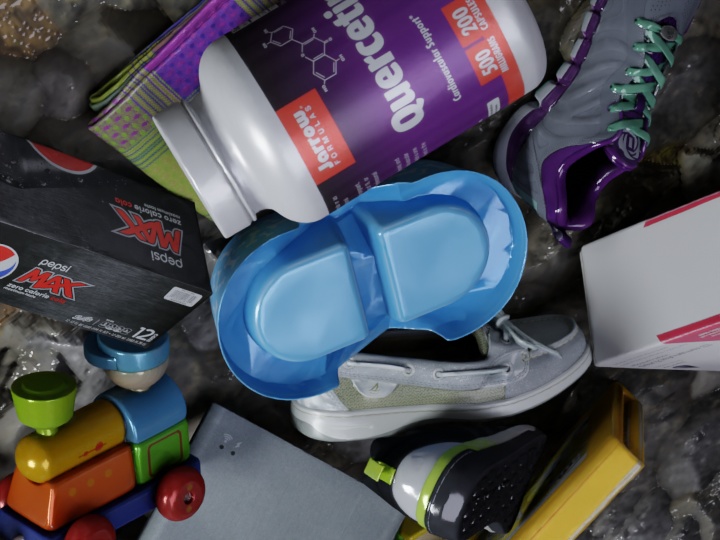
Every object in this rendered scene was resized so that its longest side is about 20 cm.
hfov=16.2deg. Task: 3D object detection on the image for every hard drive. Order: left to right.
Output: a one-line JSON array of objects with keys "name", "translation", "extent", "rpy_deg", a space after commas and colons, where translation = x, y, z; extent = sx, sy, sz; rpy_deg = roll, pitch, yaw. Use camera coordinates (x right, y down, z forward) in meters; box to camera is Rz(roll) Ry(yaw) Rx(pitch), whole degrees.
[{"name": "hard drive", "translation": [-0.078, 0.202, 1.554], "extent": [0.139, 0.033, 0.200], "rpy_deg": [29, 82, -5]}]

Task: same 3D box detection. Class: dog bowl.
[{"name": "dog bowl", "translation": [0.000, 0.000, 1.511], "extent": [0.200, 0.050, 0.112], "rpy_deg": [-22, 120, -14]}]

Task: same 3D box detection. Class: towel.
[{"name": "towel", "translation": [-0.044, -0.120, 1.418], "extent": [0.200, 0.023, 0.144], "rpy_deg": [-43, 136, 8]}]

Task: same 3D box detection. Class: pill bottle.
[{"name": "pill bottle", "translation": [-0.007, -0.101, 1.358], "extent": [0.200, 0.113, 0.113], "rpy_deg": [-32, 136, -3]}]

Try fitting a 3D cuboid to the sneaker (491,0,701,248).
[{"name": "sneaker", "translation": [0.163, -0.108, 1.503], "extent": [0.074, 0.088, 0.200], "rpy_deg": [15, 117, -39]}]

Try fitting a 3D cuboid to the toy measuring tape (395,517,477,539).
[{"name": "toy measuring tape", "translation": [0.019, 0.165, 1.648], "extent": [0.200, 0.074, 0.074], "rpy_deg": [-29, 137, -28]}]

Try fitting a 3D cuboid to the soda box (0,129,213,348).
[{"name": "soda box", "translation": [-0.178, -0.023, 1.375], "extent": [0.200, 0.071, 0.063], "rpy_deg": [20, 134, -41]}]

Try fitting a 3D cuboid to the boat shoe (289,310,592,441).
[{"name": "boat shoe", "translation": [0.051, 0.055, 1.588], "extent": [0.201, 0.074, 0.065], "rpy_deg": [-10, 114, -15]}]

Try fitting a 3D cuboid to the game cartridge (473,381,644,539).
[{"name": "game cartridge", "translation": [0.109, 0.168, 1.664], "extent": [0.032, 0.176, 0.200], "rpy_deg": [44, 101, -2]}]

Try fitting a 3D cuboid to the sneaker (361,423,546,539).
[{"name": "sneaker", "translation": [0.055, 0.117, 1.558], "extent": [0.072, 0.083, 0.200], "rpy_deg": [-69, 162, 3]}]

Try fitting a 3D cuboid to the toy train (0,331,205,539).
[{"name": "toy train", "translation": [-0.183, 0.111, 1.459], "extent": [0.200, 0.085, 0.116], "rpy_deg": [-26, 126, -38]}]

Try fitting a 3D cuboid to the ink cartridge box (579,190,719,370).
[{"name": "ink cartridge box", "translation": [0.265, 0.010, 1.616], "extent": [0.200, 0.085, 0.145], "rpy_deg": [3, 164, -35]}]
